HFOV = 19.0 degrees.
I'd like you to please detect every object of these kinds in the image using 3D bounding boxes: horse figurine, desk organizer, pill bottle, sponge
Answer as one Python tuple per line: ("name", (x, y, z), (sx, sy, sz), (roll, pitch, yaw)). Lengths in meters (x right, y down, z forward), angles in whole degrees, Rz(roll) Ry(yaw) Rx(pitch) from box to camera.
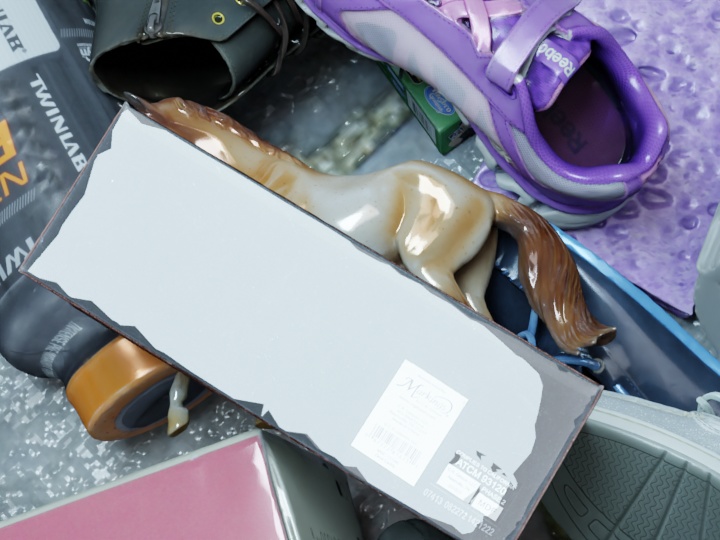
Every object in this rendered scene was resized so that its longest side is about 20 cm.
("horse figurine", (0.000, 0.000, 0.851), (0.198, 0.050, 0.134), (1, 71, 1))
("desk organizer", (-0.016, 0.027, 0.782), (0.199, 0.077, 0.072), (31, 82, 10))
("pill bottle", (-0.127, -0.029, 0.913), (0.106, 0.106, 0.201), (-29, 72, -6))
("sponge", (0.138, -0.093, 0.934), (0.111, 0.030, 0.201), (27, 83, 1))

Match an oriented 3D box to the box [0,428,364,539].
("box", (-0.096, 0.150, 0.823), (0.198, 0.128, 0.110), (-21, 74, 10))

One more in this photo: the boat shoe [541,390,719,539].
("boat shoe", (0.162, 0.098, 0.835), (0.200, 0.075, 0.065), (21, 37, 7))

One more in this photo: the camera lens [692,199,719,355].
("camera lens", (0.238, -0.042, 0.853), (0.159, 0.160, 0.201), (26, 68, 12))

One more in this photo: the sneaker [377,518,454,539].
("sneaker", (0.105, 0.151, 0.864), (0.115, 0.075, 0.200), (-42, 83, -16))

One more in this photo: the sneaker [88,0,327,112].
("sneaker", (-0.018, -0.120, 0.905), (0.198, 0.075, 0.107), (-10, 46, 7))

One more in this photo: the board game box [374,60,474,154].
("board game box", (0.036, -0.171, 0.988), (0.134, 0.029, 0.201), (-33, 73, -6))

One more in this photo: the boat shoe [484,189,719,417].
("boat shoe", (0.095, 0.042, 0.888), (0.199, 0.084, 0.069), (38, 77, 16))

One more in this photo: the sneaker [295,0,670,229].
("sneaker", (0.051, -0.095, 0.848), (0.200, 0.088, 0.081), (42, 85, -14))
